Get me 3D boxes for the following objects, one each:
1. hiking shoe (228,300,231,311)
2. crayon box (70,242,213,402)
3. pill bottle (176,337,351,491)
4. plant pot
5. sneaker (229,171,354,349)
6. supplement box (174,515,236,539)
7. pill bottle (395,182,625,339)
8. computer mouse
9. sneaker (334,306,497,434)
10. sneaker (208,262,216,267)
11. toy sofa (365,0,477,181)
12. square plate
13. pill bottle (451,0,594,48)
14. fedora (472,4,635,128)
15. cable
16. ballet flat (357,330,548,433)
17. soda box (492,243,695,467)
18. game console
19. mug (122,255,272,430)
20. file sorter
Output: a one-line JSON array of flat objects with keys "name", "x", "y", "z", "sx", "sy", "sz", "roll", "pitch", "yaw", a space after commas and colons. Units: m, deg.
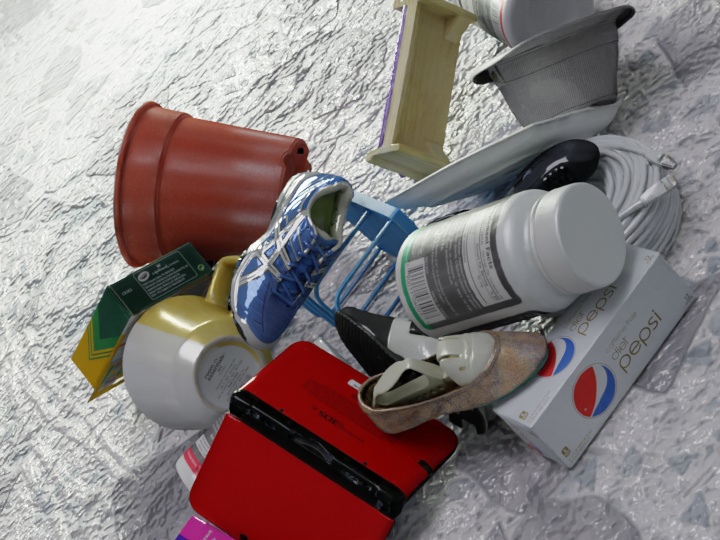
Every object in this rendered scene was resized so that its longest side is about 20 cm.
[{"name": "hiking shoe", "x": -0.193, "y": 0.078, "z": 1.987, "sx": 0.200, "sy": 0.101, "sz": 0.076, "roll": -37, "pitch": 32, "yaw": 14}, {"name": "crayon box", "x": -0.261, "y": 0.062, "z": 2.000, "sx": 0.126, "sy": 0.052, "sz": 0.200, "roll": -31, "pitch": -17, "yaw": -39}, {"name": "pill bottle", "x": -0.083, "y": 0.166, "z": 1.748, "sx": 0.200, "sy": 0.111, "sz": 0.111, "roll": -45, "pitch": 31, "yaw": 1}, {"name": "plant pot", "x": -0.167, "y": -0.092, "z": 2.036, "sx": 0.194, "sy": 0.201, "sz": 0.201, "roll": 7, "pitch": 51, "yaw": 12}, {"name": "sneaker", "x": -0.068, "y": -0.015, "z": 1.723, "sx": 0.077, "sy": 0.076, "sz": 0.201, "roll": -5, "pitch": 59, "yaw": 56}, {"name": "supplement box", "x": -0.110, "y": 0.321, "z": 1.612, "sx": 0.101, "sy": 0.103, "sz": 0.200, "roll": -55, "pitch": 31, "yaw": -13}, {"name": "pill bottle", "x": 0.137, "y": -0.009, "z": 1.566, "sx": 0.200, "sy": 0.113, "sz": 0.113, "roll": -18, "pitch": 40, "yaw": 45}, {"name": "computer mouse", "x": 0.143, "y": -0.078, "z": 1.683, "sx": 0.199, "sy": 0.034, "sz": 0.059, "roll": -27, "pitch": 36, "yaw": 16}, {"name": "sneaker", "x": 0.067, "y": 0.079, "z": 1.674, "sx": 0.200, "sy": 0.074, "sz": 0.089, "roll": 30, "pitch": 60, "yaw": 25}, {"name": "sneaker", "x": -0.225, "y": 0.019, "z": 2.136, "sx": 0.200, "sy": 0.070, "sz": 0.078, "roll": -46, "pitch": 45, "yaw": 0}, {"name": "toy sofa", "x": 0.062, "y": -0.209, "z": 1.970, "sx": 0.097, "sy": 0.083, "sz": 0.201, "roll": -7, "pitch": 70, "yaw": 54}, {"name": "square plate", "x": 0.151, "y": -0.113, "z": 1.771, "sx": 0.198, "sy": 0.029, "sz": 0.200, "roll": -27, "pitch": -5, "yaw": 35}, {"name": "pill bottle", "x": 0.179, "y": -0.324, "z": 1.998, "sx": 0.114, "sy": 0.114, "sz": 0.200, "roll": -45, "pitch": 31, "yaw": 2}, {"name": "fedora", "x": 0.213, "y": -0.203, "z": 1.800, "sx": 0.176, "sy": 0.091, "sz": 0.200, "roll": -21, "pitch": 2, "yaw": -23}, {"name": "cable", "x": 0.217, "y": -0.046, "z": 1.678, "sx": 0.200, "sy": 0.069, "sz": 0.200, "roll": -45, "pitch": 30, "yaw": 2}, {"name": "ballet flat", "x": 0.076, "y": 0.096, "z": 1.557, "sx": 0.200, "sy": 0.067, "sz": 0.068, "roll": -29, "pitch": 38, "yaw": 32}, {"name": "soda box", "x": 0.211, "y": 0.074, "z": 1.546, "sx": 0.200, "sy": 0.068, "sz": 0.064, "roll": -52, "pitch": 32, "yaw": -11}, {"name": "game console", "x": -0.035, "y": 0.191, "z": 1.651, "sx": 0.199, "sy": 0.119, "sz": 0.172, "roll": 31, "pitch": 44, "yaw": 20}, {"name": "mug", "x": -0.168, "y": 0.088, "z": 1.846, "sx": 0.149, "sy": 0.188, "sz": 0.153, "roll": -13, "pitch": 7, "yaw": -22}, {"name": "file sorter", "x": 0.000, "y": 0.000, "z": 1.819, "sx": 0.123, "sy": 0.139, "sz": 0.200, "roll": -54, "pitch": 32, "yaw": -6}]
